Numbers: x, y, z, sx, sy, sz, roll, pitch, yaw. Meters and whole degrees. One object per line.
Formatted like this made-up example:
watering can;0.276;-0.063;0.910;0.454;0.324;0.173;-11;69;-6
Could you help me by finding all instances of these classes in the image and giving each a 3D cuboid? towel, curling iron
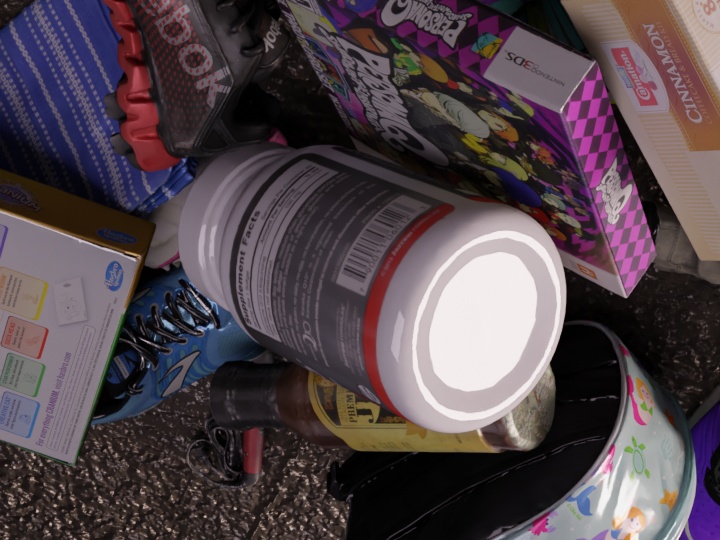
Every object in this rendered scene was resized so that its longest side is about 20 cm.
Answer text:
towel;-0.191;-0.069;1.164;0.200;0.024;0.145;-33;76;29
curling iron;-0.074;0.057;1.254;0.050;0.026;0.200;13;123;3

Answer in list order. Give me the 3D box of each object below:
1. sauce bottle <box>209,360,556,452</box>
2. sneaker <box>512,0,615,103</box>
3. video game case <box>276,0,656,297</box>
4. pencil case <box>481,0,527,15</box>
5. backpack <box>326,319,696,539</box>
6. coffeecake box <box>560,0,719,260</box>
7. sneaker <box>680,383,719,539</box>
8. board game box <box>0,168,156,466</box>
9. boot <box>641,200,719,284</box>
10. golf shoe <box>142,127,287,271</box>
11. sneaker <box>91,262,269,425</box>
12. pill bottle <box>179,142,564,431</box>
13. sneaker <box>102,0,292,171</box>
sauce bottle;0.007;0.070;1.126;0.200;0.065;0.065;-4;121;31
sneaker;0.112;-0.125;1.078;0.200;0.078;0.080;-8;83;27
video game case;0.052;-0.078;1.011;0.181;0.036;0.200;29;166;26
pencil case;0.092;-0.204;1.006;0.200;0.092;0.085;-43;62;25
backpack;0.099;0.132;1.171;0.200;0.178;0.151;-39;114;21
coffeecake box;0.210;-0.123;0.966;0.073;0.200;0.154;3;130;54
sneaker;0.228;0.104;1.165;0.070;0.100;0.200;23;123;1
board game box;-0.231;0.010;1.133;0.200;0.040;0.153;20;120;-4
boot;0.208;-0.013;1.055;0.131;0.200;0.068;6;84;6
golf shoe;-0.134;-0.042;1.180;0.200;0.075;0.092;-30;107;26
sneaker;-0.117;0.045;1.205;0.200;0.090;0.078;-37;88;32
pill bottle;0.000;0.000;1.050;0.200;0.116;0.116;24;136;48
sneaker;-0.085;-0.139;1.007;0.098;0.071;0.200;1;126;13
